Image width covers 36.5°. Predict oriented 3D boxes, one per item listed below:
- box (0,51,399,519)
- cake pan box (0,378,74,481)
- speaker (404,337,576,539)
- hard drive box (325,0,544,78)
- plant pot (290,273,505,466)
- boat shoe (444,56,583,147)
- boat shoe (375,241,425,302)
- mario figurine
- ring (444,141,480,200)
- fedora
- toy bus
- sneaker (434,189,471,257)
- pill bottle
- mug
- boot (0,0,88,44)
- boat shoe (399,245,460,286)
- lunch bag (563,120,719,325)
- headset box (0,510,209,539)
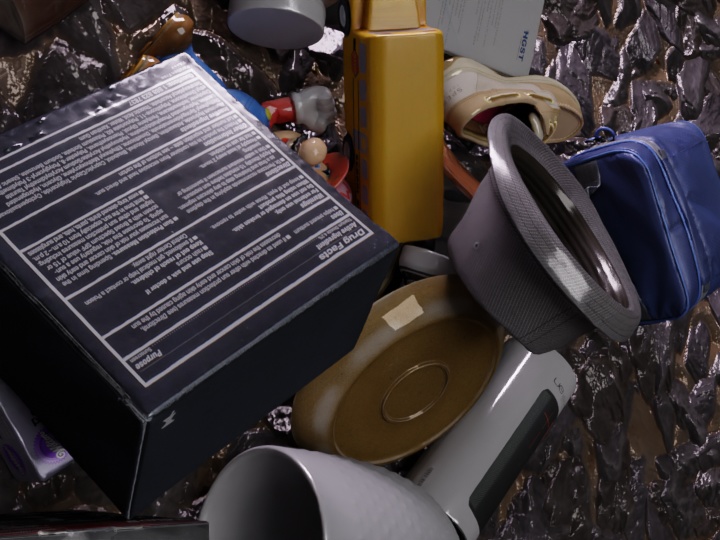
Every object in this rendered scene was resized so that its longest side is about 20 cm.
[{"bbox_3d":[-0.122,0.002,0.658,0.198,0.124,0.200,42,52,18],"label":"box"},{"bbox_3d":[-0.198,0.020,0.757,0.184,0.052,0.201,-32,103,-34],"label":"cake pan box"},{"bbox_3d":[0.111,0.150,0.962,0.200,0.081,0.081,-48,112,-33],"label":"speaker"},{"bbox_3d":[0.076,-0.264,0.959,0.199,0.077,0.157,10,93,-43],"label":"hard drive box"},{"bbox_3d":[0.038,0.089,0.862,0.199,0.028,0.201,-22,139,-21],"label":"plant pot"},{"bbox_3d":[0.138,-0.134,0.981,0.199,0.074,0.069,3,49,-42],"label":"boat shoe"},{"bbox_3d":[0.000,0.000,0.912,0.064,0.071,0.200,26,56,10],"label":"boat shoe"},{"bbox_3d":[-0.078,-0.110,0.830,0.200,0.106,0.124,39,88,-21],"label":"mario figurine"},{"bbox_3d":[0.114,-0.089,0.973,0.200,0.019,0.201,33,28,-20],"label":"ring"},{"bbox_3d":[0.126,-0.013,0.818,0.177,0.090,0.201,35,27,-37],"label":"fedora"},{"bbox_3d":[0.025,-0.128,0.851,0.065,0.078,0.201,-7,109,-16],"label":"toy bus"},{"bbox_3d":[0.140,-0.008,1.026,0.199,0.074,0.088,21,90,-33],"label":"sneaker"},{"bbox_3d":[-0.058,-0.286,0.871,0.112,0.112,0.201,13,75,-36],"label":"pill bottle"},{"bbox_3d":[-0.017,0.240,0.810,0.175,0.147,0.201,18,79,-42],"label":"mug"},{"bbox_3d":[-0.222,-0.279,0.780,0.200,0.064,0.187,-36,104,-31],"label":"boot"},{"bbox_3d":[0.074,0.037,0.912,0.064,0.070,0.200,-67,155,-11],"label":"boat shoe"},{"bbox_3d":[0.274,-0.050,1.080,0.132,0.136,0.201,-29,99,-40],"label":"lunch bag"},{"bbox_3d":[-0.191,0.185,0.642,0.148,0.199,0.078,5,80,-38],"label":"headset box"}]
